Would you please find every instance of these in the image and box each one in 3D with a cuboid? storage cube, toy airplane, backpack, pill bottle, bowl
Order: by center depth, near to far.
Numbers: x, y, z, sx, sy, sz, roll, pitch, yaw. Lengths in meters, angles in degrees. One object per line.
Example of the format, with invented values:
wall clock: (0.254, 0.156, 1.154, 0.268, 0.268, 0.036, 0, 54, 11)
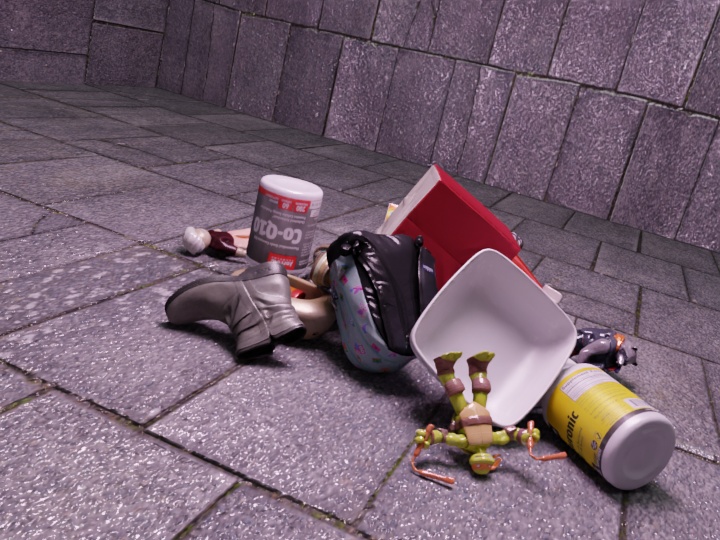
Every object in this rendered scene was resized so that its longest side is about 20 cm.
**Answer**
pill bottle: (0.320, 0.197, 0.999, 0.111, 0.112, 0.200, 6, 19, -24)
bowl: (0.178, 0.099, 1.018, 0.200, 0.200, 0.075, 43, -20, 0)
backpack: (0.035, 0.050, 1.091, 0.166, 0.127, 0.201, -1, 66, -32)
storage cube: (0.142, -0.053, 1.256, 0.180, 0.171, 0.200, 40, 14, -9)
pill bottle: (-0.141, -0.058, 1.290, 0.113, 0.201, 0.114, 13, 17, -4)
toy airplane: (0.319, 0.035, 1.511, 0.200, 0.141, 0.199, 46, 15, -27)

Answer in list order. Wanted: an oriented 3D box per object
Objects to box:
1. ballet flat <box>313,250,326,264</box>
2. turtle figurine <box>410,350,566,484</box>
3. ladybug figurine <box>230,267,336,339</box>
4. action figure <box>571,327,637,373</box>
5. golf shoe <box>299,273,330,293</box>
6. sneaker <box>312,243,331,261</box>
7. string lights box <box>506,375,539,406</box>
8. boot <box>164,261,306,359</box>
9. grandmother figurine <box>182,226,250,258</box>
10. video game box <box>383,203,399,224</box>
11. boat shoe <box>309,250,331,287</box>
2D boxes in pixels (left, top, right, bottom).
ballet flat: (-0.040, 0.006, 1.384, 0.199, 0.068, 0.075, 10, 48, 46)
turtle figurine: (0.151, 0.185, 0.913, 0.199, 0.162, 0.064, -2, -24, -9)
ladybug figurine: (-0.128, 0.054, 1.166, 0.199, 0.072, 0.136, 23, 20, 25)
action figure: (0.383, 0.135, 1.265, 0.192, 0.105, 0.200, 8, 12, 17)
golf shoe: (-0.015, 0.057, 1.276, 0.199, 0.078, 0.094, 17, 0, 5)
sneaker: (0.004, -0.013, 1.486, 0.199, 0.071, 0.075, 21, 13, 17)
string lights box: (0.201, 0.144, 1.160, 0.102, 0.059, 0.200, 1, 21, -34)
boot: (-0.185, 0.071, 1.052, 0.199, 0.068, 0.131, -18, 57, 1)
grandmother figurine: (-0.265, -0.060, 1.447, 0.199, 0.061, 0.121, 1, 13, -44)
video game box: (0.126, -0.017, 1.403, 0.199, 0.183, 0.047, 15, -13, 6)
boat shoe: (0.000, 0.000, 1.200, 0.076, 0.072, 0.200, 37, 27, 25)
